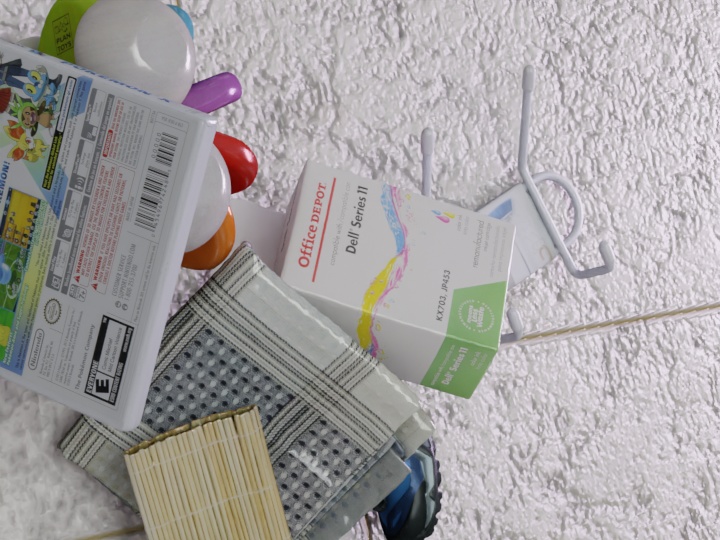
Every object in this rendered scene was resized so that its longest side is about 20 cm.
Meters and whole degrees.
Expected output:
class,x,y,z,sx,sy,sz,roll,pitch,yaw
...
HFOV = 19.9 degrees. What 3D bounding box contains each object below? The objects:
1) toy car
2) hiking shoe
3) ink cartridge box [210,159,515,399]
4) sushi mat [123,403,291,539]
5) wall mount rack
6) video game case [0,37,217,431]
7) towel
class,x,y,z,sx,sy,sz,roll,pitch,yaw
toy car,-0.139,-0.089,1.341,0.149,0.175,0.201,-15,89,-39
hiking shoe,-0.007,0.106,1.462,0.086,0.074,0.201,-10,76,-32
ink cartridge box,0.000,0.000,1.428,0.199,0.067,0.118,16,52,-7
sushi mat,-0.089,0.192,1.369,0.095,0.012,0.201,-20,111,-16
wall mount rack,0.108,-0.048,1.563,0.200,0.074,0.174,-33,100,-35
video game case,-0.191,-0.026,1.257,0.022,0.181,0.201,-16,124,-65
towel,-0.071,0.113,1.375,0.193,0.035,0.200,-46,111,4
